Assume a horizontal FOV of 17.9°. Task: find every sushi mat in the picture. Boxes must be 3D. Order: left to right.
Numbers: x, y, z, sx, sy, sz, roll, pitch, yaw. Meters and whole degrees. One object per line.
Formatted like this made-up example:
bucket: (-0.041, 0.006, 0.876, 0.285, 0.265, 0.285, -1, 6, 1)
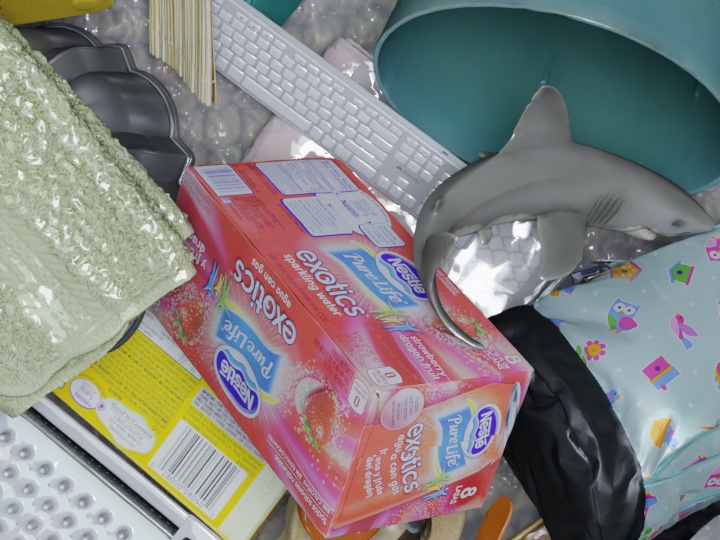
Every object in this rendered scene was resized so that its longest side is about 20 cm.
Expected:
sushi mat: (-0.100, -0.196, 1.243, 0.012, 0.096, 0.200, -11, 118, -24)

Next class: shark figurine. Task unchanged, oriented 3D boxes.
shark figurine: (0.079, -0.048, 1.179, 0.128, 0.214, 0.090, 38, 128, 31)

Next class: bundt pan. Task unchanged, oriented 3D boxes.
bundt pan: (-0.196, -0.042, 1.259, 0.201, 0.076, 0.202, -1, 87, 21)

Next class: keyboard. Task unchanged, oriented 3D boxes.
keyboard: (-0.011, -0.084, 1.275, 0.200, 0.056, 0.011, 37, 48, 0)

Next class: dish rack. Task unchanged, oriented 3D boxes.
dish rack: (-0.182, 0.172, 1.300, 0.200, 0.044, 0.172, 39, 94, 1)

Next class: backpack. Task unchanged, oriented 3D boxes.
backpack: (0.175, 0.061, 1.240, 0.200, 0.127, 0.167, -21, 66, -20)

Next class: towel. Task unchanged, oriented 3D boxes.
towel: (-0.191, -0.037, 1.186, 0.148, 0.036, 0.200, -40, 89, 14)
towel: (0.000, 0.000, 1.312, 0.191, 0.032, 0.200, 39, 89, 1)

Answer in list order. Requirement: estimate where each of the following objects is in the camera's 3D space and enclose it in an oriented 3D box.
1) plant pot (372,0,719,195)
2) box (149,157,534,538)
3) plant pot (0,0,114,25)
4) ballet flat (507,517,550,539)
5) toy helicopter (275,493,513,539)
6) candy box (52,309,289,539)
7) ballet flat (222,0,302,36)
plant pot: (0.125, -0.154, 1.238, 0.200, 0.201, 0.161, 18, 68, 0)
box: (-0.014, 0.034, 1.184, 0.102, 0.200, 0.095, -7, 129, -35)
plant pot: (-0.213, -0.233, 1.209, 0.199, 0.200, 0.177, -9, 71, 0)
ballet flat: (0.127, 0.158, 1.293, 0.200, 0.063, 0.069, -36, 91, -1)
toy helicopter: (0.008, 0.179, 1.249, 0.132, 0.079, 0.200, 9, 108, -17)
candy box: (-0.111, 0.054, 1.286, 0.200, 0.026, 0.102, 40, 98, 10)
ballet flat: (-0.031, -0.222, 1.306, 0.072, 0.072, 0.201, 34, 89, 1)
